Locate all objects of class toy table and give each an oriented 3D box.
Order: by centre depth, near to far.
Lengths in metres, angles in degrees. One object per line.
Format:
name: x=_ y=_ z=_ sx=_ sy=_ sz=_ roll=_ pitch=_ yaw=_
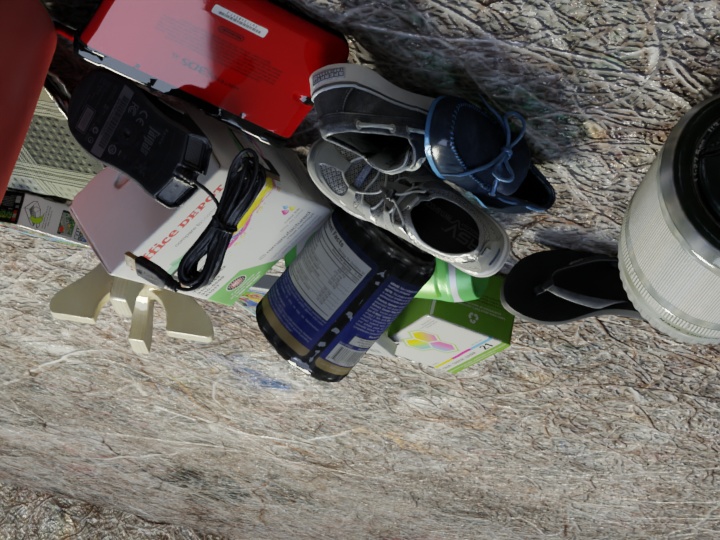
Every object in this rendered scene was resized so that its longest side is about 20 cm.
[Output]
toy table: x=-0.248 y=0.010 z=1.723 sx=0.198 sy=0.118 sz=0.184 roll=5 pitch=158 yaw=15

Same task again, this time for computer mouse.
computer mouse: x=-0.170 y=-0.071 z=1.273 sx=0.199 sy=0.141 sz=0.046 roll=30 pitch=-166 yaw=22

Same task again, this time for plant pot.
plant pot: x=-0.347 y=-0.152 z=1.242 sx=0.199 sy=0.178 sz=0.201 roll=21 pitch=154 yaw=10

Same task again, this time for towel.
towel: x=-0.311 y=-0.134 z=1.440 sx=0.199 sy=0.035 sz=0.193 roll=13 pitch=149 yaw=33

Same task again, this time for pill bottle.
pill bottle: x=0.000 y=0.000 z=1.451 sx=0.111 sy=0.112 sz=0.200 roll=28 pitch=112 yaw=-36

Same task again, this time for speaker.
speaker: x=0.027 y=-0.016 z=1.549 sx=0.198 sy=0.089 sz=0.089 roll=5 pitch=158 yaw=20

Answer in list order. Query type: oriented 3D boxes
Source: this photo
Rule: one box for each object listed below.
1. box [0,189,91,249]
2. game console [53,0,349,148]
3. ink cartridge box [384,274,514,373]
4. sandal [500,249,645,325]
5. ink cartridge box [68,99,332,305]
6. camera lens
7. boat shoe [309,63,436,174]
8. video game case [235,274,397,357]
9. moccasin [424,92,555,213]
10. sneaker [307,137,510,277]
box: x=-0.342 y=-0.056 z=1.628 sx=0.109 sy=0.035 sz=0.199 roll=18 pitch=176 yaw=-31
game console: x=-0.135 y=-0.195 z=1.280 sx=0.199 sy=0.119 sz=0.173 roll=22 pitch=125 yaw=-27
ink cartridge box: x=0.051 y=0.035 z=1.680 sx=0.198 sy=0.076 sz=0.148 roll=18 pitch=158 yaw=-17
sandal: x=0.239 y=0.013 z=1.538 sx=0.198 sy=0.077 sz=0.043 roll=0 pitch=160 yaw=1
ink cartridge box: x=-0.140 y=-0.055 z=1.387 sx=0.145 sy=0.084 sz=0.200 roll=-42 pitch=155 yaw=15
camera lens: x=0.299 y=-0.039 z=1.241 sx=0.158 sy=0.161 sz=0.200 roll=12 pitch=159 yaw=0
boat shoe: x=0.029 y=-0.112 z=1.288 sx=0.071 sy=0.068 sz=0.199 roll=-15 pitch=162 yaw=29
video game case: x=-0.061 y=0.045 z=1.641 sx=0.142 sy=0.018 sz=0.200 roll=9 pitch=164 yaw=28
moccasin: x=0.117 y=-0.101 z=1.317 sx=0.068 sy=0.081 sz=0.200 roll=12 pitch=175 yaw=28
sneaker: x=0.042 y=-0.066 z=1.341 sx=0.199 sy=0.075 sz=0.082 roll=28 pitch=-179 yaw=10
